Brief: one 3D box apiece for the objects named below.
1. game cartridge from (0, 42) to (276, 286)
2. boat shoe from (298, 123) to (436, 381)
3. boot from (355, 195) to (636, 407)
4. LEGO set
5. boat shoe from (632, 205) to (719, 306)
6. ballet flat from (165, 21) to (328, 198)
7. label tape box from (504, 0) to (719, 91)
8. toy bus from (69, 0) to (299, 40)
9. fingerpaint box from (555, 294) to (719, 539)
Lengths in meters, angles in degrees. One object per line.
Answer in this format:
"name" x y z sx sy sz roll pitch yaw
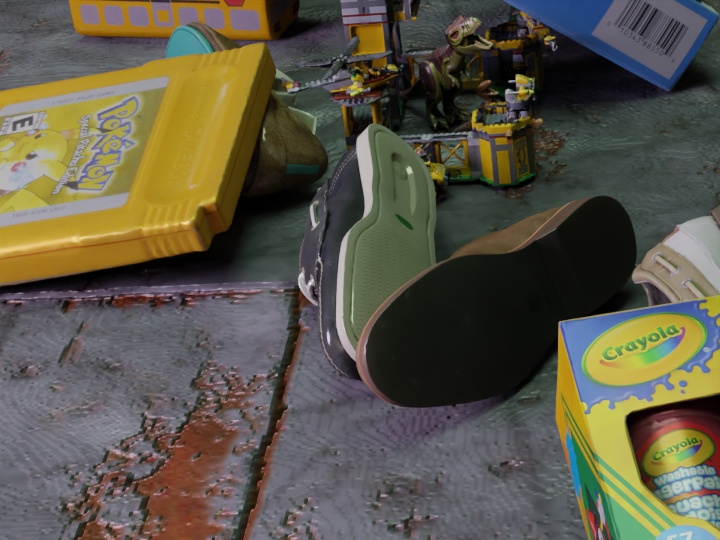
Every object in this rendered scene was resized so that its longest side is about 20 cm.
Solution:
"game cartridge" -0.159 -0.063 1.346 0.199 0.033 0.177 -10 37 18
"boat shoe" 0.000 0.000 1.237 0.068 0.072 0.201 -37 25 25
"boot" 0.058 0.020 1.180 0.075 0.074 0.200 -6 16 46
"LEGO set" 0.047 -0.138 1.408 0.153 0.117 0.200 1 29 15
"boat shoe" 0.185 0.042 1.095 0.068 0.075 0.200 -26 28 8
"ballet flat" -0.067 -0.102 1.440 0.072 0.068 0.200 4 22 -22
"label tape box" 0.135 -0.208 1.503 0.143 0.066 0.200 25 19 -23
"toy bus" -0.111 -0.211 1.632 0.199 0.079 0.065 4 28 21
"fingerpaint box" 0.193 0.088 0.929 0.199 0.074 0.168 -9 50 -3
